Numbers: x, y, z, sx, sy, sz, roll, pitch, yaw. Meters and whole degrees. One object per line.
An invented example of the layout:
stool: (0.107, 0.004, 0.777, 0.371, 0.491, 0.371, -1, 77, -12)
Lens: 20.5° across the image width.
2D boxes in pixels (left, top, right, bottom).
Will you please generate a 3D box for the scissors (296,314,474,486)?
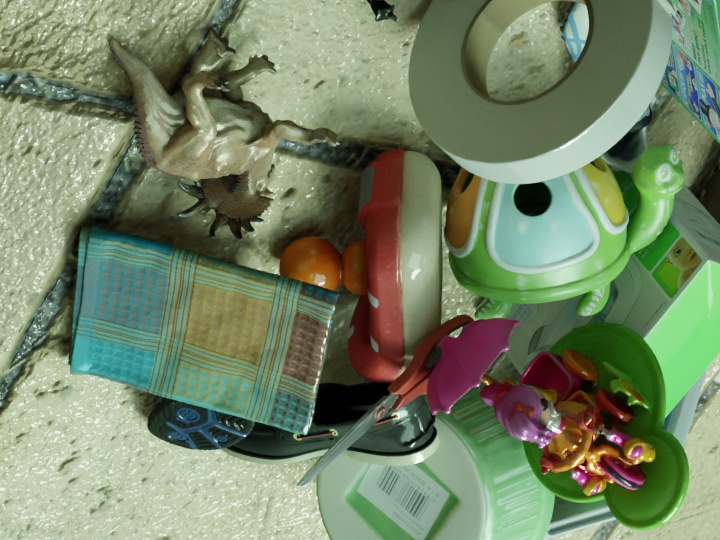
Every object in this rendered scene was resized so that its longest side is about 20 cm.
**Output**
scissors: (0.021, 0.097, 1.551, 0.200, 0.014, 0.073, -29, 141, -38)

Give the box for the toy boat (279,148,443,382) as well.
toy boat: (0.000, 0.000, 1.599, 0.130, 0.131, 0.200, 1, 135, 4)

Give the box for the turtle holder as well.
turtle holder: (0.158, -0.044, 1.604, 0.141, 0.185, 0.132, -55, 143, -49)

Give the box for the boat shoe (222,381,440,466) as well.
boat shoe: (-0.032, 0.122, 1.661, 0.074, 0.201, 0.063, -53, 133, -50)

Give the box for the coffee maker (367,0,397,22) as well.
coffee maker: (0.107, -0.283, 1.388, 0.200, 0.135, 0.192, -9, 153, -27)

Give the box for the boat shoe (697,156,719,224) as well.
boat shoe: (0.335, -0.078, 1.782, 0.202, 0.075, 0.075, -55, 139, 4)

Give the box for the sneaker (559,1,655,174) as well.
sneaker: (0.207, -0.159, 1.603, 0.072, 0.072, 0.200, -35, 143, -16)

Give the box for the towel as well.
towel: (-0.124, 0.047, 1.517, 0.200, 0.022, 0.147, 15, 129, 4)

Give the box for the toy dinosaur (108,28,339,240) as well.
toy dinosaur: (-0.112, -0.090, 1.442, 0.200, 0.086, 0.136, 21, 122, -40)

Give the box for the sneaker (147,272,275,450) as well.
sneaker: (-0.107, 0.078, 1.613, 0.076, 0.077, 0.200, 26, 134, -23)

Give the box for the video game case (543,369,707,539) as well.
video game case: (0.224, 0.146, 1.787, 0.022, 0.200, 0.182, 43, 138, -21)

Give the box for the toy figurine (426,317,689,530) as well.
toy figurine: (0.139, 0.111, 1.562, 0.184, 0.200, 0.150, 18, 116, -42)

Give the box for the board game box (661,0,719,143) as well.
board game box: (0.257, -0.195, 1.558, 0.029, 0.135, 0.200, -30, 141, -7)

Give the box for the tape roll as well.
tape roll: (0.129, -0.160, 1.449, 0.203, 0.203, 0.037, -43, 140, 9)

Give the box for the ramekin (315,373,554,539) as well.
ramekin: (0.058, 0.187, 1.723, 0.098, 0.200, 0.200, -14, 141, -57)

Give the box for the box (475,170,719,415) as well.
box: (0.224, 0.024, 1.716, 0.097, 0.177, 0.200, 19, 117, -40)
